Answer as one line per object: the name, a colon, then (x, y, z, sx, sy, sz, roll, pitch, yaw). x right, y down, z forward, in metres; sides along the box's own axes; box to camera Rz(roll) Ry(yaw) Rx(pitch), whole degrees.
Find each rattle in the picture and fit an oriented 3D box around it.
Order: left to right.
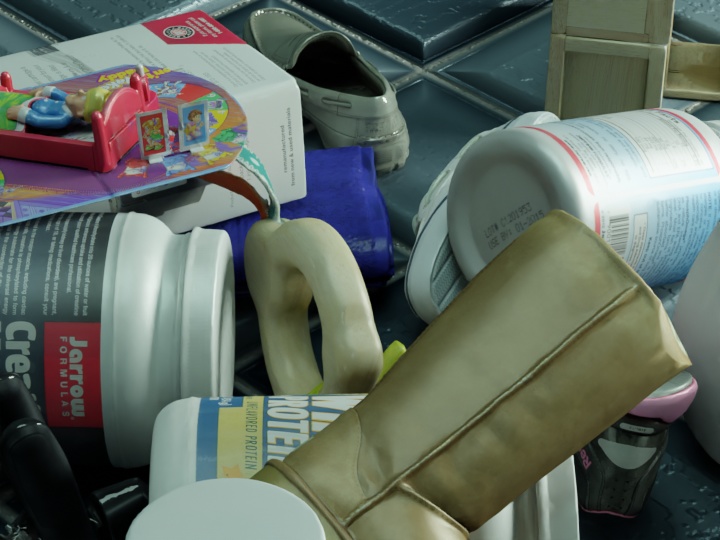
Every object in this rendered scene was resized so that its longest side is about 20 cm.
rattle: (0.000, 0.000, 1.257, 0.142, 0.130, 0.200, -18, 49, -9)

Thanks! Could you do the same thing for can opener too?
can opener: (-0.154, 0.102, 1.083, 0.079, 0.200, 0.063, -38, 61, -12)

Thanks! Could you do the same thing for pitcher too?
pitcher: (0.222, 0.027, 1.169, 0.121, 0.200, 0.172, 12, 38, 17)

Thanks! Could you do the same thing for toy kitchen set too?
toy kitchen set: (0.222, -0.209, 1.519, 0.163, 0.181, 0.200, 6, 35, 7)

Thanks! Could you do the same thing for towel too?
towel: (-0.081, -0.024, 1.379, 0.199, 0.050, 0.148, -4, 29, -3)

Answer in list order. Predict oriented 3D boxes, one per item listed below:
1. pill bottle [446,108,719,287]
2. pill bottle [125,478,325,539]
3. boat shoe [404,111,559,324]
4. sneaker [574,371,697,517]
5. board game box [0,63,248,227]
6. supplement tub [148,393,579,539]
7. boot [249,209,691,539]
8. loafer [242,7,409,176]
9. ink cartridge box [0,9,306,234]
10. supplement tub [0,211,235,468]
pill bottle: (0.156, -0.041, 1.321, 0.200, 0.109, 0.109, -10, 33, -42)
pill bottle: (-0.055, 0.191, 0.941, 0.112, 0.200, 0.112, 0, 35, 0)
boat shoe: (0.068, -0.026, 1.374, 0.067, 0.074, 0.200, -10, 26, 37)
sneaker: (0.128, 0.080, 1.205, 0.079, 0.096, 0.200, 6, 10, -3)
board game box: (-0.165, -0.090, 1.238, 0.199, 0.039, 0.158, -15, 32, -19)
supplement tub: (0.000, 0.132, 1.071, 0.199, 0.145, 0.145, -2, 35, -2)
boot: (0.073, 0.091, 0.978, 0.200, 0.066, 0.175, -38, 78, -18)
loafer: (-0.025, -0.137, 1.513, 0.070, 0.070, 0.200, -18, 39, -23)
ink cartridge box: (-0.155, -0.081, 1.349, 0.200, 0.084, 0.145, -17, 32, -23)
supplement tub: (-0.173, 0.038, 1.208, 0.199, 0.141, 0.141, 1, 35, 2)
